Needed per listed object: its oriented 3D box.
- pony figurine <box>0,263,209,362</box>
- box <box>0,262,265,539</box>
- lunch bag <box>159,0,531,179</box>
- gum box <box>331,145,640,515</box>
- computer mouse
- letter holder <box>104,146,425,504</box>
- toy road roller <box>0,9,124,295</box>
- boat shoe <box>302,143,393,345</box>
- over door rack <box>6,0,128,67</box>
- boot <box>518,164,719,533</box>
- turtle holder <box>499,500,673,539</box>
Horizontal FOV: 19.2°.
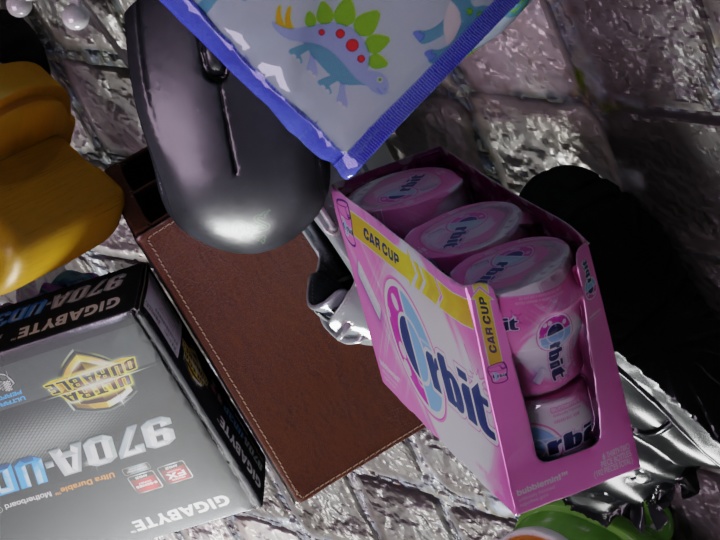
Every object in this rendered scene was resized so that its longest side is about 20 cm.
[{"bbox_3d":[-0.191,0.050,1.328,0.166,0.193,0.200,41,118,-7],"label":"pony figurine"},{"bbox_3d":[-0.175,0.093,1.214,0.199,0.046,0.159,-17,125,16],"label":"box"},{"bbox_3d":[-0.007,-0.152,0.883,0.170,0.200,0.127,44,144,-2],"label":"lunch bag"},{"bbox_3d":[0.057,0.024,1.013,0.200,0.066,0.114,-139,31,-65],"label":"gum box"},{"bbox_3d":[-0.071,-0.083,1.019,0.138,0.053,0.201,-13,123,4],"label":"computer mouse"},{"bbox_3d":[-0.032,0.004,1.222,0.200,0.142,0.101,61,177,-29],"label":"letter holder"},{"bbox_3d":[-0.215,-0.031,1.181,0.146,0.123,0.200,42,138,21],"label":"toy road roller"},{"bbox_3d":[0.000,0.000,1.136,0.201,0.071,0.070,63,165,-22],"label":"boat shoe"},{"bbox_3d":[-0.141,-0.142,1.102,0.200,0.067,0.148,41,169,-33],"label":"over door rack"},{"bbox_3d":[0.120,0.047,1.114,0.198,0.073,0.162,47,152,-7],"label":"boot"},{"bbox_3d":[0.138,0.227,1.247,0.141,0.132,0.186,11,136,40],"label":"turtle holder"}]
